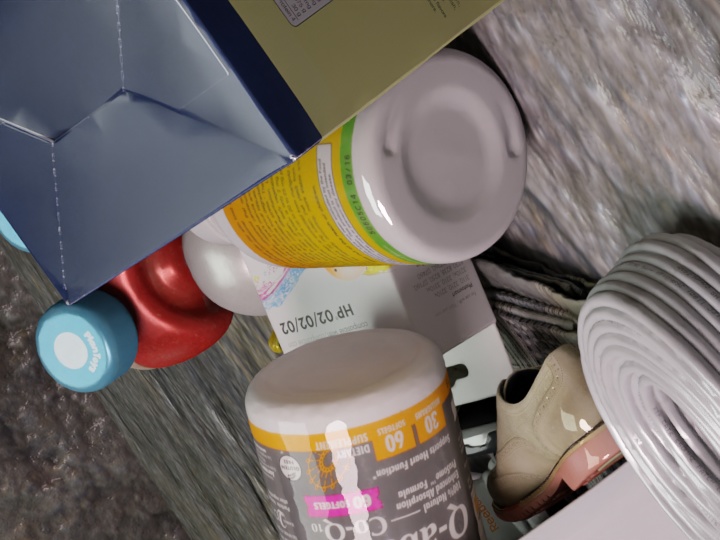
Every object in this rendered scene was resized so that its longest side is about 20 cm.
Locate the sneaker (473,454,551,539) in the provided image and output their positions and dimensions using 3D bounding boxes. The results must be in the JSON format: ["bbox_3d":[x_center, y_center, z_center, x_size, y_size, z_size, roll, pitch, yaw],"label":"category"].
[{"bbox_3d":[0.078,0.174,1.850,0.074,0.080,0.200,52,174,21],"label":"sneaker"}]

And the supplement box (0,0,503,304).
[{"bbox_3d":[-0.062,-0.116,1.333,0.134,0.200,0.200,55,140,-5],"label":"supplement box"}]

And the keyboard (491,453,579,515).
[{"bbox_3d":[0.132,0.155,1.932,0.200,0.040,0.104,56,-176,5],"label":"keyboard"}]

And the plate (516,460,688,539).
[{"bbox_3d":[0.164,0.209,1.583,0.200,0.199,0.032,54,-174,-2],"label":"plate"}]

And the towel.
[{"bbox_3d":[0.136,0.078,1.677,0.200,0.035,0.193,58,167,-18],"label":"towel"}]

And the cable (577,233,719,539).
[{"bbox_3d":[0.182,0.072,1.402,0.200,0.069,0.200,38,161,51],"label":"cable"}]

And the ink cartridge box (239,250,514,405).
[{"bbox_3d":[0.000,0.000,1.696,0.115,0.068,0.200,-17,99,47],"label":"ink cartridge box"}]

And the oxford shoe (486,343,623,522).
[{"bbox_3d":[0.107,0.088,1.624,0.074,0.071,0.200,55,156,6],"label":"oxford shoe"}]

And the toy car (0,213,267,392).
[{"bbox_3d":[-0.091,-0.034,1.813,0.200,0.184,0.177,-11,103,31],"label":"toy car"}]

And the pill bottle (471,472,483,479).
[{"bbox_3d":[0.061,0.210,2.143,0.112,0.112,0.200,53,168,1],"label":"pill bottle"}]

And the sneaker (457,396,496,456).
[{"bbox_3d":[0.053,0.067,1.851,0.200,0.072,0.083,15,111,60],"label":"sneaker"}]

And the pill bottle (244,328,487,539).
[{"bbox_3d":[0.011,0.143,1.632,0.116,0.116,0.200,28,136,63],"label":"pill bottle"}]

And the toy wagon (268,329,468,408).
[{"bbox_3d":[0.002,0.061,1.857,0.040,0.155,0.200,22,-176,-29],"label":"toy wagon"}]

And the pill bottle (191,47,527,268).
[{"bbox_3d":[-0.015,-0.057,1.549,0.200,0.111,0.111,-2,126,51],"label":"pill bottle"}]
